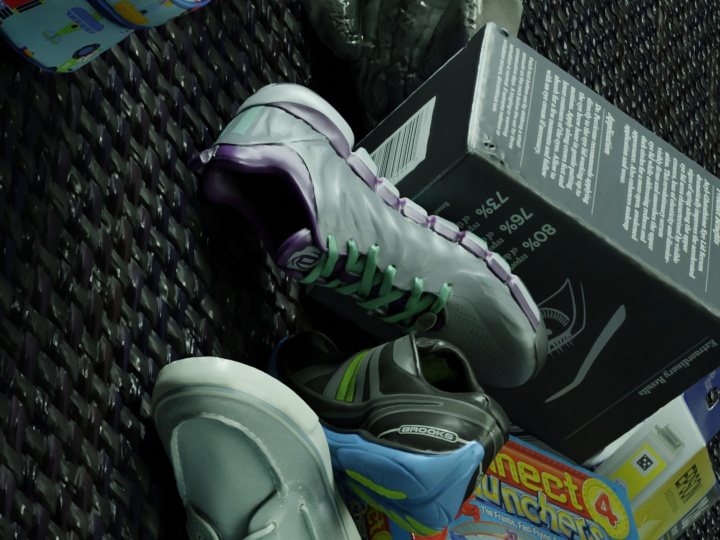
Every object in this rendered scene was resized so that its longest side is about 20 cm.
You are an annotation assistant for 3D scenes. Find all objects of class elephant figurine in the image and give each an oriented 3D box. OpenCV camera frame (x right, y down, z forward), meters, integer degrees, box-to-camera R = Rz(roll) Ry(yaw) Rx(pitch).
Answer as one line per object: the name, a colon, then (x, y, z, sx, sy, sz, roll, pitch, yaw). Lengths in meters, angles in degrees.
elephant figurine: (0.038, -0.142, 1.437, 0.155, 0.141, 0.201, 34, 62, -24)

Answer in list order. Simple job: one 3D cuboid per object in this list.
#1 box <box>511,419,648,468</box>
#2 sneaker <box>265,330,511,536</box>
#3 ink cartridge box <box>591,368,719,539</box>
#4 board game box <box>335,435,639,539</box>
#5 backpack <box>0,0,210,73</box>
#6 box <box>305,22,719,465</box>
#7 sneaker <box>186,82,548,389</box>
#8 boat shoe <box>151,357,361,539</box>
box: (0.113, 0.020, 1.599, 0.200, 0.104, 0.185, -10, 94, -68)
sneaker: (0.016, 0.069, 1.262, 0.071, 0.083, 0.199, 52, -11, -23)
ink cartridge box: (0.172, 0.141, 1.576, 0.047, 0.200, 0.198, 49, -1, 18)
board game box: (0.077, 0.177, 1.349, 0.199, 0.056, 0.197, 26, 39, -37)
backpack: (-0.101, -0.190, 1.066, 0.183, 0.134, 0.201, 53, 39, -52)
box: (0.095, -0.010, 1.384, 0.200, 0.148, 0.105, 33, 42, -21)
sneaker: (0.000, 0.000, 1.279, 0.200, 0.074, 0.088, 41, 39, 3)
boat shoe: (-0.044, 0.119, 1.207, 0.201, 0.070, 0.072, 64, 25, -47)
